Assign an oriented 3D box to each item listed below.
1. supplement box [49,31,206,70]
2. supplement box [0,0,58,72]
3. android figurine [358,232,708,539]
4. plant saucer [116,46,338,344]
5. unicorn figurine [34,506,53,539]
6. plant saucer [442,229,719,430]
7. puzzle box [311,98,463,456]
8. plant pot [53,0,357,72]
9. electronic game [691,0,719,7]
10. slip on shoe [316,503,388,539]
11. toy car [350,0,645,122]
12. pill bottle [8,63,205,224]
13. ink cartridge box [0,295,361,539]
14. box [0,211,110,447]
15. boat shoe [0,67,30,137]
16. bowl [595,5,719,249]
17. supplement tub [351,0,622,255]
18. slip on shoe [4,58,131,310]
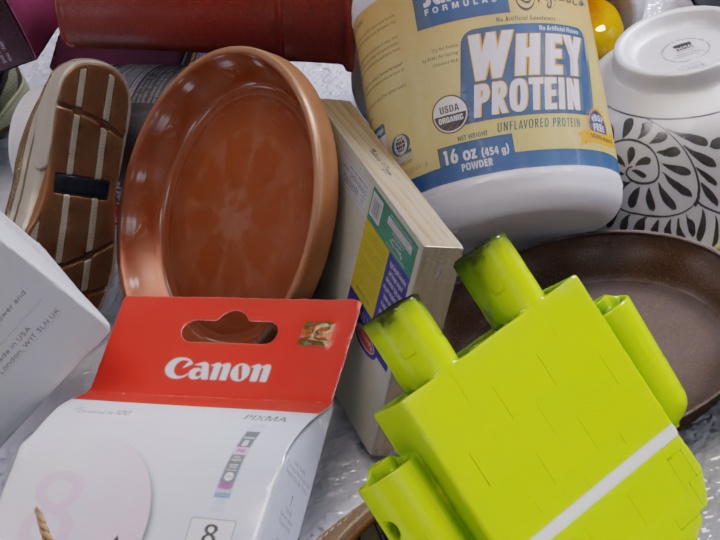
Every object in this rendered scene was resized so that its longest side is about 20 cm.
[{"bbox_3d":[-0.131,-0.219,1.507,0.103,0.131,0.200,32,45,4],"label":"supplement box"},{"bbox_3d":[-0.329,-0.180,1.476,0.200,0.086,0.110,-18,25,17],"label":"supplement box"},{"bbox_3d":[0.087,0.087,0.943,0.182,0.200,0.041,-36,4,-31],"label":"android figurine"},{"bbox_3d":[-0.080,-0.035,1.212,0.032,0.201,0.200,11,13,-40],"label":"plant saucer"},{"bbox_3d":[-0.122,0.216,0.944,0.200,0.074,0.137,23,38,25],"label":"unicorn figurine"},{"bbox_3d":[0.128,0.045,1.121,0.200,0.032,0.200,-11,34,8],"label":"plant saucer"},{"bbox_3d":[0.000,0.000,1.154,0.025,0.133,0.200,3,27,-22],"label":"puzzle box"},{"bbox_3d":[-0.105,-0.227,1.317,0.195,0.201,0.201,-3,33,-3],"label":"plant pot"},{"bbox_3d":[0.333,-0.217,1.418,0.199,0.042,0.200,-9,41,8],"label":"electronic game"},{"bbox_3d":[0.052,0.117,0.979,0.200,0.061,0.076,-28,74,-13],"label":"slip on shoe"},{"bbox_3d":[0.081,-0.186,1.362,0.200,0.150,0.175,2,36,45],"label":"toy car"},{"bbox_3d":[-0.134,-0.085,1.351,0.199,0.111,0.111,3,37,27],"label":"pill bottle"},{"bbox_3d":[-0.101,0.089,1.080,0.162,0.057,0.200,1,61,24],"label":"ink cartridge box"},{"bbox_3d":[-0.287,0.027,1.111,0.199,0.200,0.131,-47,37,0],"label":"box"},{"bbox_3d":[-0.313,-0.111,1.506,0.072,0.066,0.201,-1,35,21],"label":"boat shoe"},{"bbox_3d":[0.209,-0.105,1.255,0.200,0.094,0.201,-12,33,8],"label":"bowl"},{"bbox_3d":[0.072,-0.116,1.201,0.144,0.201,0.145,-9,-11,-2],"label":"supplement tub"},{"bbox_3d":[-0.197,-0.037,1.275,0.076,0.201,0.061,11,-4,-29],"label":"slip on shoe"}]
